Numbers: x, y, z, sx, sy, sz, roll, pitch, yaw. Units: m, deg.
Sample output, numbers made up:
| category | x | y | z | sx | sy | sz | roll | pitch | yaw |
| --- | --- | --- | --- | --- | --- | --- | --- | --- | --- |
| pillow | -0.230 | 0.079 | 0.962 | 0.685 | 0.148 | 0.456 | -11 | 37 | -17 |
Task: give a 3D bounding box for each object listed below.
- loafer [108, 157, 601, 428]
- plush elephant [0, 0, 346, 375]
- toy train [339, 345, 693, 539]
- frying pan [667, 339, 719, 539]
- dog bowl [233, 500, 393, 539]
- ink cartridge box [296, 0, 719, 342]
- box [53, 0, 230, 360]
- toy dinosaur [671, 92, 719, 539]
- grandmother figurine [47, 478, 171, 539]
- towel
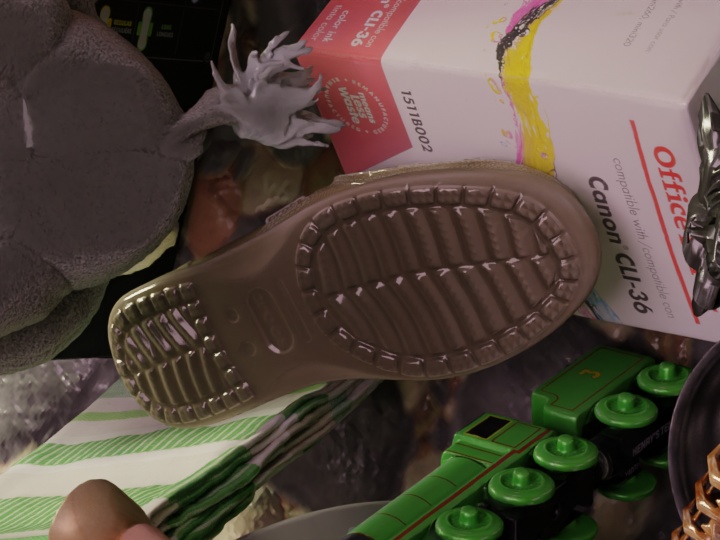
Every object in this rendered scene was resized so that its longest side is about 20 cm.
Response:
| category | x | y | z | sx | sy | sz | roll | pitch | yaw |
| --- | --- | --- | --- | --- | --- | --- | --- | --- | --- |
| loafer | 0.000 | 0.000 | 0.969 | 0.199 | 0.068 | 0.076 | -14 | 107 | 33 |
| plush elephant | -0.124 | -0.053 | 0.960 | 0.155 | 0.199 | 0.166 | -161 | 64 | -67 |
| toy train | 0.051 | 0.074 | 0.936 | 0.056 | 0.200 | 0.042 | 15 | 118 | 32 |
| frying pan | 0.143 | 0.031 | 0.913 | 0.114 | 0.031 | 0.191 | -22 | 95 | 28 |
| dog bowl | -0.019 | 0.158 | 0.989 | 0.200 | 0.199 | 0.059 | -47 | 50 | 25 |
| ink cartridge box | 0.088 | -0.043 | 0.951 | 0.199 | 0.068 | 0.117 | 10 | 140 | 35 |
| box | -0.152 | -0.078 | 1.121 | 0.148 | 0.124 | 0.201 | 19 | 102 | 33 |
| toy dinosaur | 0.139 | -0.005 | 0.807 | 0.200 | 0.136 | 0.102 | -41 | 97 | 7 |
| grandmother figurine | -0.028 | 0.144 | 0.832 | 0.199 | 0.060 | 0.122 | 28 | 110 | 40 |
| towel | -0.081 | 0.068 | 1.029 | 0.152 | 0.200 | 0.024 | -11 | 107 | 34 |
